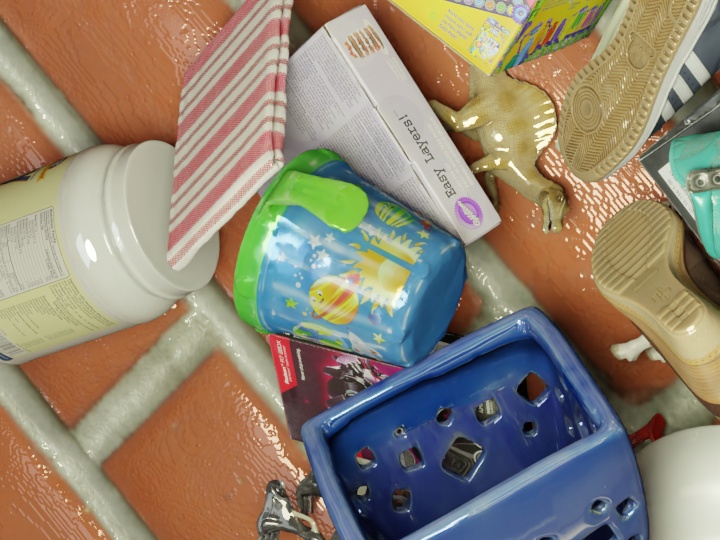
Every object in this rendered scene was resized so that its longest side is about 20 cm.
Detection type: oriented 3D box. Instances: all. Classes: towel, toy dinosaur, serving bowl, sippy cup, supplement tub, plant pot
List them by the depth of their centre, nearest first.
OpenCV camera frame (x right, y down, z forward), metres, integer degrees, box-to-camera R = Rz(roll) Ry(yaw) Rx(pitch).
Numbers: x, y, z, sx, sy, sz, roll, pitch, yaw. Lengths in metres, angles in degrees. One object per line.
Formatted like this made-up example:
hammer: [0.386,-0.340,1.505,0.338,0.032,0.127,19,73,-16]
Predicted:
plant pot: [0.094,0.174,1.428,0.199,0.200,0.181,-27,116,-2]
sippy cup: [0.000,0.000,1.463,0.130,0.178,0.141,23,104,22]
serving bowl: [0.268,0.210,1.494,0.198,0.066,0.201,10,125,14]
towel: [-0.091,-0.112,1.540,0.030,0.201,0.146,21,139,-25]
toy dinosaur: [0.093,-0.114,1.543,0.101,0.058,0.201,-22,88,16]
supplement tub: [-0.227,-0.016,1.663,0.199,0.145,0.146,-18,96,28]

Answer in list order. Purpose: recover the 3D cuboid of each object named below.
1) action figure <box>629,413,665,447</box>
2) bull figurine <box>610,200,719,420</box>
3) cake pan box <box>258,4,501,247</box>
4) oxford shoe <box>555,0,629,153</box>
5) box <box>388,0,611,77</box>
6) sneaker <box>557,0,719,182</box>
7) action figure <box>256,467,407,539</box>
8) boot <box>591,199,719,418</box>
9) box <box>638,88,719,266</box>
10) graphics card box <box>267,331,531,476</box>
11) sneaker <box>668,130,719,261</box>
action figure: [0.159,0.181,1.580,0.200,0.052,0.065,-35,111,31]
bull figurine: [0.257,0.043,1.489,0.200,0.065,0.122,46,122,11]
cake pan box: [-0.003,-0.071,1.555,0.201,0.052,0.184,57,145,3]
oxford shoe: [0.198,-0.161,1.460,0.057,0.075,0.201,25,115,6]
box: [0.126,-0.255,1.394,0.122,0.200,0.193,39,116,12]
sneaker: [0.215,-0.141,1.399,0.070,0.108,0.201,54,136,29]
action figure: [0.024,0.211,1.615,0.199,0.119,0.103,15,126,33]
boot: [0.237,0.051,1.407,0.072,0.200,0.166,-38,118,10]
box: [0.308,-0.044,1.412,0.132,0.115,0.201,-40,83,30]
graphics card box: [0.031,0.096,1.594,0.199,0.051,0.126,13,137,21]
sneaker: [0.258,-0.083,1.317,0.120,0.084,0.202,10,110,14]
